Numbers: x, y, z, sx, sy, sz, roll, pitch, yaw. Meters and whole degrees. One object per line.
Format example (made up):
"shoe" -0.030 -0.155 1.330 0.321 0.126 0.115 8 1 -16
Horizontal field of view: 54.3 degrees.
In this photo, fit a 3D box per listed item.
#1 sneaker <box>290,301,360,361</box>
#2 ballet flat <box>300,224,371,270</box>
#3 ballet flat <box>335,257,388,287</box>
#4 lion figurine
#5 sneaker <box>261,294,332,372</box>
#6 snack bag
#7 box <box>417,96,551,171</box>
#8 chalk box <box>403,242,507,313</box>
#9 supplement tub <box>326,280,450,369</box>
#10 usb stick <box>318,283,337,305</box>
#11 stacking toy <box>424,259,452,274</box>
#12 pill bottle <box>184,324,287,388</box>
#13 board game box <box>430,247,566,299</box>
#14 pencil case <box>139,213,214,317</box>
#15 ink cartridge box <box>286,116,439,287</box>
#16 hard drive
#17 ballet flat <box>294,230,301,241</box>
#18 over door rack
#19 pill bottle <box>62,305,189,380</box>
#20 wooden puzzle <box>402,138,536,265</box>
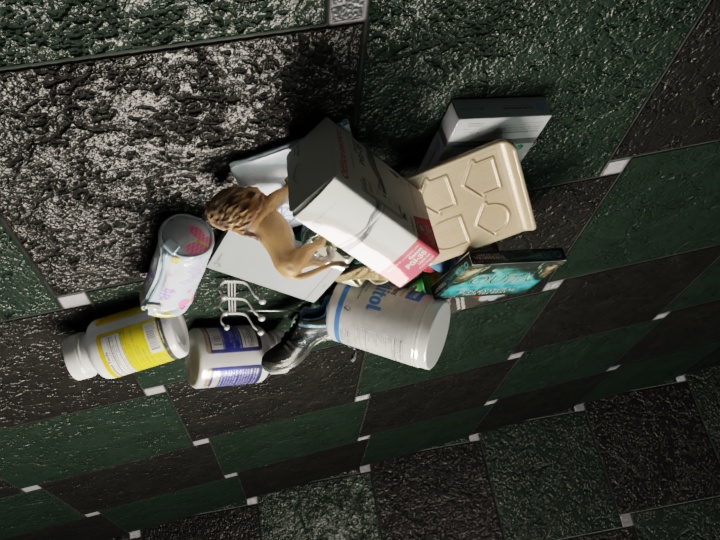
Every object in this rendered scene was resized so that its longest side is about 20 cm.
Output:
"sneaker" -0.044 0.127 1.436 0.199 0.141 0.078 -25 153 14
"ballet flat" 0.002 -0.033 1.095 0.198 0.075 0.074 10 153 5
"ballet flat" 0.000 0.000 1.222 0.199 0.071 0.065 -3 129 49
"lion figurine" -0.119 -0.049 0.997 0.122 0.200 0.072 -40 180 -21
"sneaker" -0.116 0.121 1.368 0.199 0.073 0.082 -34 124 -3
"snack bag" -0.087 -0.134 1.046 0.187 0.022 0.200 -19 151 3
"box" 0.181 -0.184 1.088 0.155 0.041 0.200 -6 153 -20
"chalk box" 0.171 0.005 1.355 0.198 0.125 0.125 -17 155 2
"supplement tub" 0.050 0.090 1.273 0.199 0.133 0.132 14 162 21
"usb stick" 0.002 0.019 1.362 0.200 0.033 0.055 -36 129 26
"stacking toy" 0.056 -0.032 1.258 0.199 0.117 0.110 -18 155 29
"pill bottle" -0.246 0.172 1.427 0.199 0.120 0.120 0 149 -30
"board game box" 0.238 0.006 1.211 0.198 0.028 0.135 -3 155 -26
"pencil case" -0.292 -0.003 1.101 0.090 0.083 0.200 -25 162 -39
"ink cartridge box" 0.003 -0.090 0.948 0.199 0.147 0.083 33 120 -33
"hard drive" -0.140 -0.013 1.157 0.199 0.027 0.132 20 143 -20
"ballet flat" -0.032 -0.058 1.185 0.198 0.069 0.068 -11 165 11
"over door rack" -0.165 0.060 1.321 0.198 0.067 0.148 -10 154 -15
"pill bottle" -0.417 0.127 1.249 0.198 0.112 0.111 -16 154 -1
"wooden puzzle" 0.156 -0.106 1.084 0.199 0.047 0.186 -17 133 12
